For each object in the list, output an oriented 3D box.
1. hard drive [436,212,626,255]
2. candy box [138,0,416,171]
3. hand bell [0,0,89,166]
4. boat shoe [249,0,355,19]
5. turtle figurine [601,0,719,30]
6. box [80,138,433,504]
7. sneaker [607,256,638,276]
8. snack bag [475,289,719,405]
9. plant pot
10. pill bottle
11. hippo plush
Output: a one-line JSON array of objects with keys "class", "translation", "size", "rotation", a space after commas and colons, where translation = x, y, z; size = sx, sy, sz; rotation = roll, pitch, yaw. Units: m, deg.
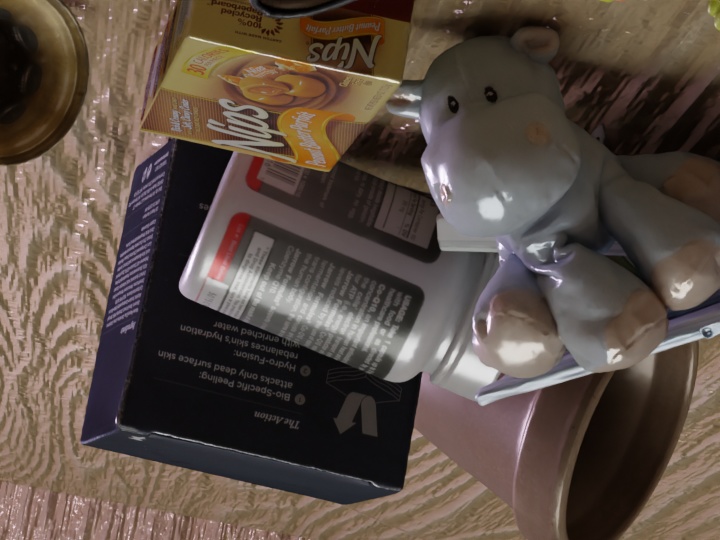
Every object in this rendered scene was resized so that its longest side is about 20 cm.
[{"class": "hard drive", "translation": [0.163, -0.034, 1.583], "size": [0.200, 0.026, 0.132], "rotation": [1, -167, 31]}, {"class": "candy box", "translation": [-0.049, -0.111, 1.465], "size": [0.115, 0.055, 0.200], "rotation": [12, 167, -9]}, {"class": "hand bell", "translation": [-0.251, -0.123, 1.559], "size": [0.104, 0.104, 0.200], "rotation": [20, 177, -36]}, {"class": "boat shoe", "translation": [0.009, -0.157, 1.215], "size": [0.074, 0.060, 0.200], "rotation": [19, 164, -34]}, {"class": "turtle figurine", "translation": [0.170, -0.139, 1.170], "size": [0.200, 0.064, 0.161], "rotation": [-3, 171, 16]}, {"class": "box", "translation": [-0.064, 0.036, 1.784], "size": [0.196, 0.200, 0.117], "rotation": [15, 166, -17]}, {"class": "sneaker", "translation": [0.165, -0.014, 1.687], "size": [0.200, 0.067, 0.090], "rotation": [-4, 168, 23]}, {"class": "snack bag", "translation": [0.169, 0.026, 1.547], "size": [0.188, 0.021, 0.200], "rotation": [-18, -176, 25]}, {"class": "plant pot", "translation": [0.124, 0.088, 1.956], "size": [0.174, 0.200, 0.200], "rotation": [23, 174, 28]}, {"class": "pill bottle", "translation": [0.000, 0.000, 1.665], "size": [0.200, 0.114, 0.114], "rotation": [23, 166, -4]}, {"class": "hippo plush", "translation": [0.109, -0.059, 1.445], "size": [0.159, 0.200, 0.161], "rotation": [-17, 133, 15]}]
